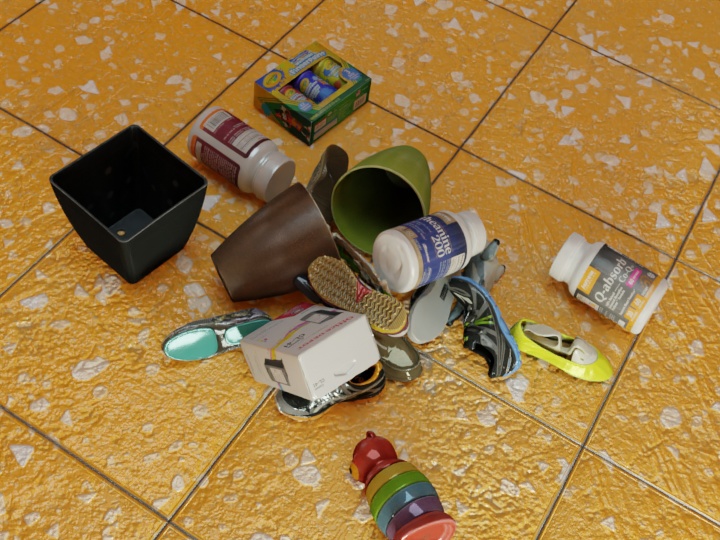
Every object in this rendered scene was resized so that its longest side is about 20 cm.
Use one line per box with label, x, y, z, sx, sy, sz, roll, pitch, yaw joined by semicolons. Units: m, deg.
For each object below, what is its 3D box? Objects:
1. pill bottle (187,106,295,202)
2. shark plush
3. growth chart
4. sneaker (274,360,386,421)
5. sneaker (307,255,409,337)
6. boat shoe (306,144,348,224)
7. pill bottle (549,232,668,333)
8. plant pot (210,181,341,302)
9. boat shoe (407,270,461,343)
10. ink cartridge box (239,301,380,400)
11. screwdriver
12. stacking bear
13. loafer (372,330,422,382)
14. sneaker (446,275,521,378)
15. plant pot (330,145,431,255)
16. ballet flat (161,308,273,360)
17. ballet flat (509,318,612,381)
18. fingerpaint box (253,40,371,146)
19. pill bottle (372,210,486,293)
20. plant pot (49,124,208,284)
pill bottle;-0.230;-0.224;1.897;0.199;0.115;0.114;35;55;18
shark plush;0.206;0.026;1.824;0.082;0.091;0.202;13;70;27
growth chart;0.000;0.000;1.735;0.018;0.145;0.200;-38;56;-11
sneaker;-0.049;0.189;1.624;0.197;0.078;0.079;-14;57;-17
sneaker;-0.005;0.052;1.648;0.199;0.090;0.075;35;79;19
boat shoe;-0.071;-0.155;1.910;0.073;0.063;0.202;31;52;-17
pill bottle;0.459;0.020;1.808;0.199;0.117;0.116;32;54;17
plant pot;-0.158;-0.029;1.733;0.198;0.188;0.188;-27;59;-10
boat shoe;0.123;0.062;1.760;0.071;0.063;0.201;48;46;-16
ink cartridge box;-0.085;0.128;1.595;0.147;0.087;0.199;-30;19;-30
screwdriver;-0.036;0.076;1.662;0.199;0.028;0.029;41;36;6
stacking bear;0.051;0.342;1.503;0.112;0.122;0.201;-21;50;-21
loafer;0.030;0.115;1.699;0.199;0.068;0.076;40;57;21
sneaker;0.209;0.099;1.718;0.082;0.071;0.201;-27;80;-13
plant pot;0.064;-0.157;1.865;0.185;0.189;0.201;21;36;9
ballet flat;-0.247;0.108;1.675;0.197;0.073;0.073;-11;54;-17
ballet flat;0.360;0.138;1.731;0.198;0.067;0.067;22;51;8
fingerpaint box;-0.102;-0.380;2.065;0.166;0.074;0.200;37;56;19
pill bottle;0.126;-0.041;1.714;0.198;0.112;0.111;-21;57;-36
plant pot;-0.406;-0.099;1.733;0.199;0.179;0.200;36;54;20
